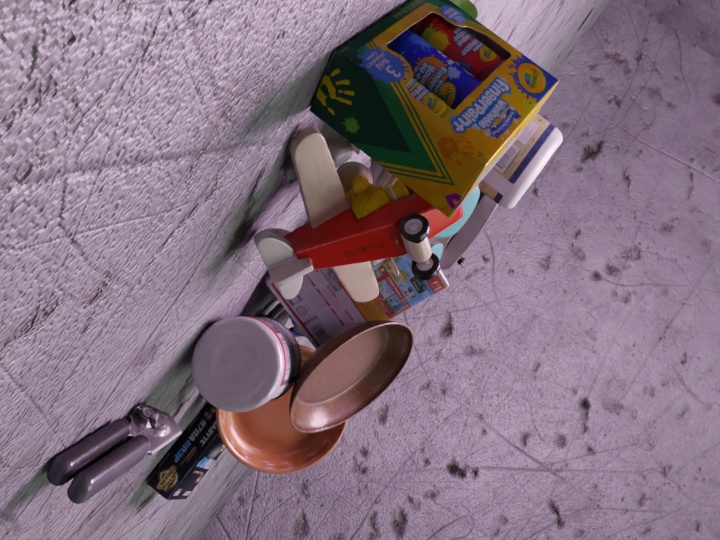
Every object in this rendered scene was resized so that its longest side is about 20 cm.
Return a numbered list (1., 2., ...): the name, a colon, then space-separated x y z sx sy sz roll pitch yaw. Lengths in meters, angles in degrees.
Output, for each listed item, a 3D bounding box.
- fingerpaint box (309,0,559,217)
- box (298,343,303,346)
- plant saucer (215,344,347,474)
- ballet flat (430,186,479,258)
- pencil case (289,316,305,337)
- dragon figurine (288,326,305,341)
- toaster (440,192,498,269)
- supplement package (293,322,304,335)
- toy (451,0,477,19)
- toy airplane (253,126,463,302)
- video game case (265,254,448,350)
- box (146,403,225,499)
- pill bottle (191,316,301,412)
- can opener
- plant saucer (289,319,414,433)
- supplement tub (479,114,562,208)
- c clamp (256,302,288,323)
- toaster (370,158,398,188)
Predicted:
1. fingerpaint box: 0.077 -0.169 0.796 0.200 0.166 0.074 -46 171 -44
2. box: -0.138 0.198 1.371 0.078 0.094 0.201 -58 -172 26
3. plant saucer: -0.116 0.202 1.240 0.201 0.199 0.037 -53 -162 3
4. ballet flat: 0.102 -0.057 1.206 0.067 0.064 0.201 -3 130 -41
5. pencil case: -0.039 0.033 1.416 0.201 0.085 0.084 -54 -146 15
6. dragon figurine: -0.068 0.055 1.346 0.059 0.098 0.202 -90 -163 -72
7. toaster: 0.144 -0.117 1.448 0.182 0.199 0.119 -54 178 23
8. supplement package: 0.000 0.000 1.167 0.117 0.116 0.202 -73 -174 -65
9. toy: 0.103 -0.257 1.052 0.115 0.047 0.200 -48 172 -27
10. toy airplane: -0.018 -0.052 0.875 0.200 0.197 0.142 -47 -146 42
11. video game case: -0.003 0.015 1.085 0.199 0.144 0.018 -30 -153 11
12. box: -0.269 0.300 1.380 0.160 0.046 0.200 -52 173 -14
13. pill bottle: -0.134 0.114 1.055 0.111 0.110 0.200 -52 174 0
14. can opener: -0.254 0.193 0.868 0.067 0.053 0.200 -55 172 17
15. plant saucer: -0.018 0.132 1.100 0.199 0.037 0.202 -31 149 -21
16. supplement tub: 0.193 -0.207 1.285 0.145 0.199 0.144 -51 174 -8
17. c clamp: -0.125 0.062 1.260 0.171 0.027 0.200 -52 178 40
18. toaster: 0.078 -0.149 0.947 0.129 0.112 0.202 126 -30 -51
